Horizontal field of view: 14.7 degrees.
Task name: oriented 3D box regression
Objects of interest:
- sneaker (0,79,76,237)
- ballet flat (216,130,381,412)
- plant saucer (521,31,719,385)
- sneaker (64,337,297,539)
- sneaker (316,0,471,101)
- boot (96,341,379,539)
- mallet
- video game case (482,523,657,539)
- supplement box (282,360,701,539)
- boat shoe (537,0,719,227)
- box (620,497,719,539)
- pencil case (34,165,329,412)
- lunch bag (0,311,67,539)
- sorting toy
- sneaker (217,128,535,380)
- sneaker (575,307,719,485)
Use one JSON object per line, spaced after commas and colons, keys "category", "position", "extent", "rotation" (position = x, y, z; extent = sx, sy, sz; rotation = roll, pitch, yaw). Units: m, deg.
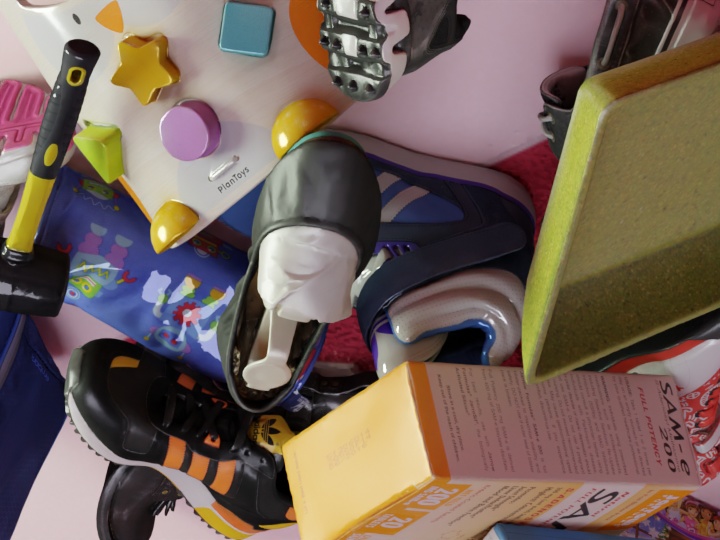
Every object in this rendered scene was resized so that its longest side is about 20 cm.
{"category": "sneaker", "position": [-0.233, -0.043, 1.615], "extent": [0.200, 0.081, 0.088], "rotation": [-18, 120, 37]}
{"category": "ballet flat", "position": [-0.032, 0.011, 1.494], "extent": [0.068, 0.068, 0.200], "rotation": [10, 142, -8]}
{"category": "plant saucer", "position": [0.169, -0.052, 1.470], "extent": [0.200, 0.048, 0.200], "rotation": [-21, 142, -31]}
{"category": "sneaker", "position": [-0.087, 0.092, 1.637], "extent": [0.090, 0.070, 0.200], "rotation": [-13, 143, 32]}
{"category": "sneaker", "position": [0.018, -0.193, 1.434], "extent": [0.066, 0.090, 0.200], "rotation": [20, 124, 47]}
{"category": "boot", "position": [-0.072, 0.126, 1.763], "extent": [0.174, 0.069, 0.200], "rotation": [13, 133, -2]}
{"category": "mallet", "position": [-0.165, -0.046, 1.525], "extent": [0.066, 0.041, 0.200], "rotation": [17, 133, -18]}
{"category": "video game case", "position": [0.078, 0.225, 1.626], "extent": [0.143, 0.018, 0.200], "rotation": [10, 127, -41]}
{"category": "supplement box", "position": [0.075, 0.111, 1.572], "extent": [0.200, 0.074, 0.126], "rotation": [4, 152, -37]}
{"category": "boat shoe", "position": [0.132, -0.090, 1.519], "extent": [0.071, 0.072, 0.200], "rotation": [23, 124, -1]}
{"category": "box", "position": [0.140, 0.179, 1.727], "extent": [0.200, 0.137, 0.039], "rotation": [25, 135, -14]}
{"category": "pencil case", "position": [-0.113, 0.012, 1.650], "extent": [0.200, 0.078, 0.087], "rotation": [26, 112, -14]}
{"category": "lunch bag", "position": [-0.274, 0.085, 1.669], "extent": [0.136, 0.200, 0.132], "rotation": [-3, 132, 21]}
{"category": "sorting toy", "position": [-0.107, -0.123, 1.509], "extent": [0.200, 0.107, 0.180], "rotation": [-38, 97, 30]}
{"category": "sneaker", "position": [0.000, 0.000, 1.568], "extent": [0.200, 0.147, 0.081], "rotation": [8, 135, 2]}
{"category": "sneaker", "position": [0.196, 0.066, 1.656], "extent": [0.108, 0.067, 0.201], "rotation": [32, 135, -22]}
